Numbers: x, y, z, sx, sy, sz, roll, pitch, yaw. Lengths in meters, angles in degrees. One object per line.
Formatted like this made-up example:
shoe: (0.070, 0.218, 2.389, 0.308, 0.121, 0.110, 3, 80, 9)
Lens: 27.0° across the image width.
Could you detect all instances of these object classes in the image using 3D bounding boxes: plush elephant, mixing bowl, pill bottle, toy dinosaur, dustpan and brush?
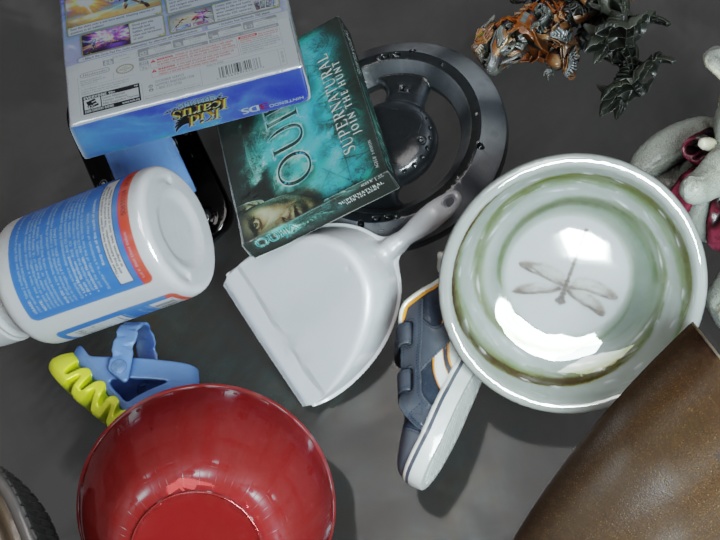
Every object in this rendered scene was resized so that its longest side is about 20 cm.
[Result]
plush elephant: (0.288, -0.075, 1.152, 0.200, 0.155, 0.165, -43, 68, -6)
mixing bowl: (-0.116, 0.193, 1.108, 0.200, 0.108, 0.200, 0, 100, -2)
pill bottle: (-0.230, -0.004, 1.236, 0.200, 0.112, 0.112, -18, 66, 21)
toy dinosaur: (0.195, -0.217, 1.264, 0.200, 0.102, 0.136, -40, 48, 17)
dustpan and brush: (0.000, 0.000, 1.217, 0.200, 0.057, 0.140, -41, 75, 26)

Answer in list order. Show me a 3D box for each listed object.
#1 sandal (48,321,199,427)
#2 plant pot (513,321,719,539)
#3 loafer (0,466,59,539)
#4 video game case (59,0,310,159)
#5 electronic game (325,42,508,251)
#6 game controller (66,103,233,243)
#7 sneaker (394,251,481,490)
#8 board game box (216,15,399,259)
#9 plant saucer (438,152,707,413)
sandal: (-0.161, 0.109, 1.215, 0.200, 0.080, 0.087, 38, 77, 20)
plant pot: (0.217, 0.172, 1.075, 0.200, 0.187, 0.187, -39, 67, 8)
loafer: (-0.270, 0.243, 1.183, 0.071, 0.073, 0.200, -29, 67, -2)
video game case: (-0.155, -0.195, 1.297, 0.200, 0.045, 0.181, -14, 50, 1)
electronic game: (0.028, -0.106, 1.276, 0.200, 0.042, 0.200, -7, 64, 15)
game controller: (-0.186, -0.094, 1.314, 0.104, 0.042, 0.200, -27, 66, 0)
sneaker: (0.058, 0.074, 1.184, 0.079, 0.078, 0.200, 21, 64, 13)
board game box: (-0.052, -0.114, 1.257, 0.135, 0.028, 0.200, -27, 47, 12)
plant saucer: (0.158, 0.007, 1.135, 0.200, 0.050, 0.200, 0, 105, 1)
